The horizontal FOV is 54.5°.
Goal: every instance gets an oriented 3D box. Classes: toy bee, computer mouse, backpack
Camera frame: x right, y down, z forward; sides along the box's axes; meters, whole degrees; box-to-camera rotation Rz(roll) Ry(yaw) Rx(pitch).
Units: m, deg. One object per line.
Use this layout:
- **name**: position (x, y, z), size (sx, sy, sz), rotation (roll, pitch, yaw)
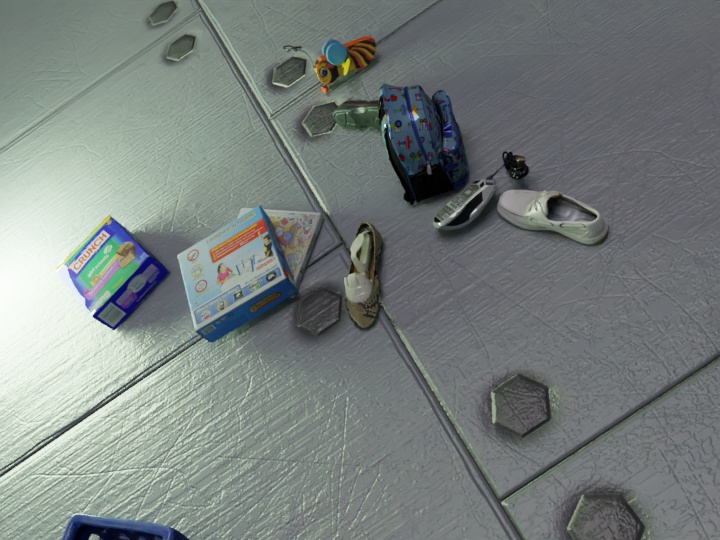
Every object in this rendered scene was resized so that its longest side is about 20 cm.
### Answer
- **toy bee**: position (-0.062, -0.460, 1.567), size (0.196, 0.110, 0.131), rotation (0, 28, 10)
- **computer mouse**: position (0.214, -0.132, 1.248), size (0.199, 0.044, 0.110), rotation (-40, 18, 5)
- **backpack**: position (0.110, -0.253, 1.282), size (0.133, 0.201, 0.185), rotation (-15, 54, 15)

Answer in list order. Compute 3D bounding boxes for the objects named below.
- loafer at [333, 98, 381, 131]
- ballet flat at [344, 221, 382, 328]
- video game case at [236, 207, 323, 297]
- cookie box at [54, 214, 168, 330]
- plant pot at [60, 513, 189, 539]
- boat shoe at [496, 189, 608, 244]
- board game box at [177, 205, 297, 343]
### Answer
- **loafer**: position (0.034, -0.331, 1.450), size (0.198, 0.072, 0.063), rotation (12, 60, 32)
- **ballet flat**: position (0.000, 0.000, 1.253), size (0.067, 0.075, 0.203), rotation (-5, 59, 20)
- **video game case**: position (-0.188, -0.041, 1.396), size (0.197, 0.023, 0.184), rotation (6, 63, 27)
- **cookie box**: position (-0.533, 0.000, 1.495), size (0.172, 0.075, 0.199), rotation (-48, 53, -8)
- **plant pot**: position (-0.336, 0.488, 1.036), size (0.197, 0.180, 0.203), rotation (-1, 60, 24)
- **boat shoe**: position (0.318, -0.106, 1.177), size (0.198, 0.069, 0.071), rotation (19, 72, 34)
- **board game box**: position (-0.240, 0.005, 1.343), size (0.198, 0.056, 0.197), rotation (-29, 52, 6)
